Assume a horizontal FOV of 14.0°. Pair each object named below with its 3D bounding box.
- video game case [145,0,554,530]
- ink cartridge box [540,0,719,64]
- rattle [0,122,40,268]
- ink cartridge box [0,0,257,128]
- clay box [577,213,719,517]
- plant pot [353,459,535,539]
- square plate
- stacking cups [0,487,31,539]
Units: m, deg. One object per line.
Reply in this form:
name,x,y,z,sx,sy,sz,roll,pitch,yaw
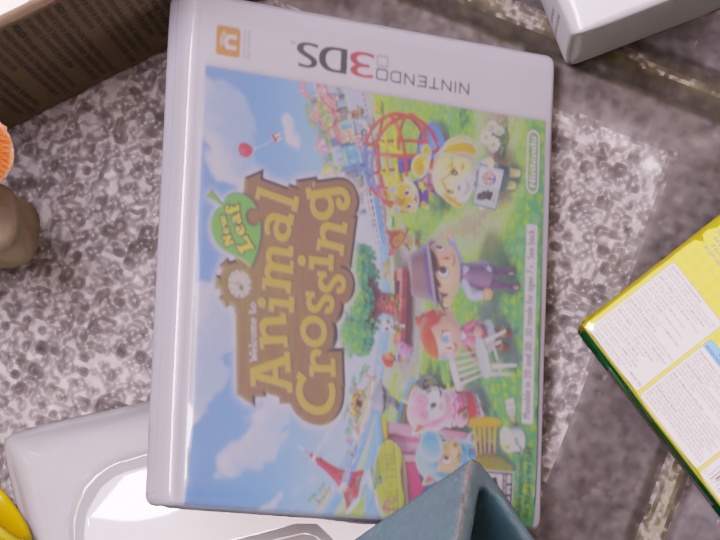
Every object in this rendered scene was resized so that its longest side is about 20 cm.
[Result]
video game case,0.000,0.000,1.178,0.181,0.022,0.201,7,82,-34
ink cartridge box,0.117,-0.208,1.213,0.144,0.083,0.201,-21,84,1
rattle,-0.187,0.017,1.149,0.130,0.200,0.144,26,79,-24
ink cartridge box,-0.130,-0.119,1.160,0.164,0.200,0.075,-28,85,0
clay box,0.202,0.007,1.208,0.200,0.048,0.115,-37,84,-2
plant pot,0.004,0.231,1.113,0.199,0.196,0.197,-28,108,19
square plate,-0.033,0.140,1.219,0.199,0.028,0.199,-14,84,2
stacking cups,-0.228,0.157,1.217,0.200,0.060,0.061,-42,84,6
